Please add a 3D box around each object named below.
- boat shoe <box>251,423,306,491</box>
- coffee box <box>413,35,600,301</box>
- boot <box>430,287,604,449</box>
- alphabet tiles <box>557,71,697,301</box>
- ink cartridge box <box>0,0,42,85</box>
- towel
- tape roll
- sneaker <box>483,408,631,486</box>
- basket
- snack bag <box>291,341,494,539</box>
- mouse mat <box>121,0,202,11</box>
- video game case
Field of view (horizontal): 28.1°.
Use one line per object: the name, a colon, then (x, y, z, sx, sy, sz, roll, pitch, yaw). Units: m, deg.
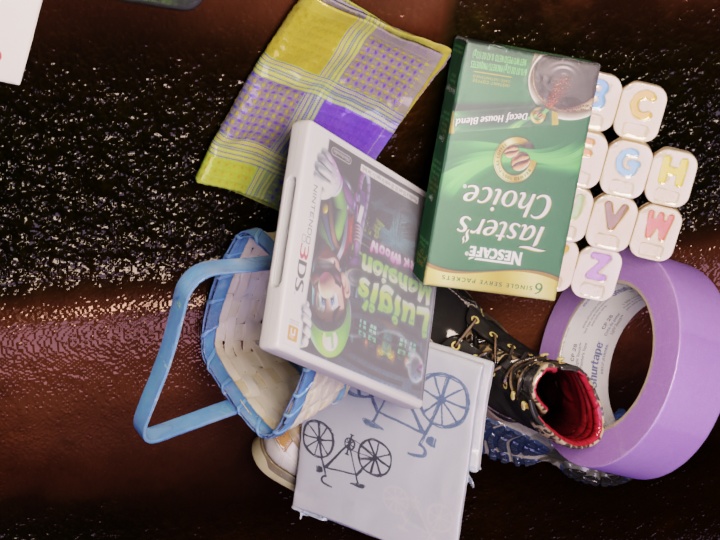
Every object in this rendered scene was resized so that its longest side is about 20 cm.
boat shoe: (-0.008, 0.194, 1.401, 0.199, 0.075, 0.068, 27, 122, -32)
coffee box: (0.119, -0.081, 1.178, 0.121, 0.044, 0.203, 8, 102, -14)
boot: (0.123, 0.079, 1.279, 0.073, 0.150, 0.201, -46, 117, -14)
alphabet tiles: (0.182, -0.073, 1.229, 0.197, 0.015, 0.198, 12, 110, -2)
ink cartridge box: (-0.263, -0.250, 0.905, 0.145, 0.145, 0.201, 12, 124, -21)
towel: (-0.032, -0.127, 1.164, 0.142, 0.023, 0.201, 21, 119, -32)
tape roll: (0.245, 0.084, 1.307, 0.065, 0.201, 0.201, 14, 123, -27)
sneaker: (0.180, 0.148, 1.431, 0.198, 0.086, 0.077, 19, 149, -6)
basket: (-0.090, 0.058, 1.206, 0.199, 0.139, 0.178, -14, 139, -46)
snack bag: (0.025, 0.152, 1.288, 0.021, 0.187, 0.203, -16, 116, -56)
mouse mat: (-0.166, -0.280, 1.006, 0.159, 0.008, 0.202, 5, 127, -22)
video game case: (0.000, 0.000, 1.163, 0.023, 0.184, 0.199, -4, 160, 36)
